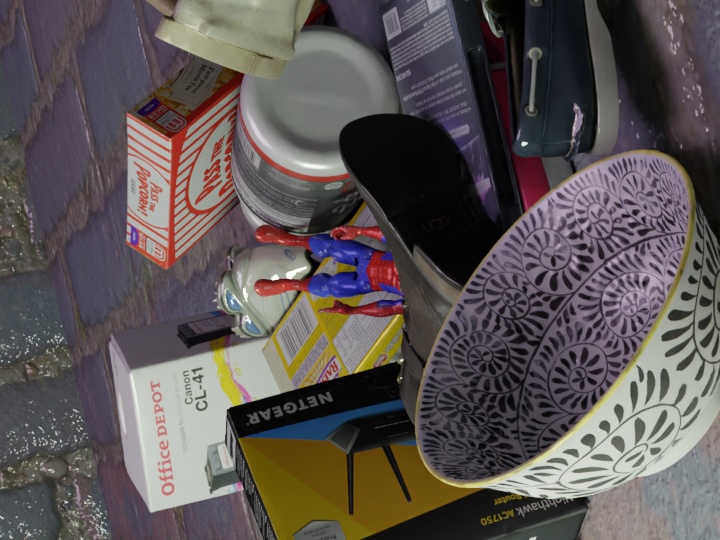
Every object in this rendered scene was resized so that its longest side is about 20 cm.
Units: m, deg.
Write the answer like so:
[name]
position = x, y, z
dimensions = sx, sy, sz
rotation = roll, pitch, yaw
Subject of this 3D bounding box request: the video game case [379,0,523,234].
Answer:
[video game case]
position = 0.059, -0.081, 1.093
dimensions = 0.143, 0.019, 0.201
rotation = 171, 85, -75

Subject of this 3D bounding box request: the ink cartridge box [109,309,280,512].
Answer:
[ink cartridge box]
position = -0.110, 0.115, 1.553
dimensions = 0.086, 0.199, 0.148
rotation = -137, 38, -60

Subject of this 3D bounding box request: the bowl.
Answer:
[bowl]
position = 0.128, 0.046, 0.904
dimensions = 0.094, 0.201, 0.201
rotation = 36, 175, -21

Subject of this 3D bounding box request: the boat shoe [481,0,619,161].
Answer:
[boat shoe]
position = 0.092, -0.149, 0.956
dimensions = 0.075, 0.062, 0.201
rotation = 108, 156, -67

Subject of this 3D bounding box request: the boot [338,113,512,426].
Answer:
[boot]
position = 0.037, 0.018, 1.093
dimensions = 0.175, 0.069, 0.200
rotation = 93, 156, -44

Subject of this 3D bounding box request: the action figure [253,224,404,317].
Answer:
[action figure]
position = 0.000, 0.000, 1.255
dimensions = 0.199, 0.052, 0.066
rotation = 4, 89, 42

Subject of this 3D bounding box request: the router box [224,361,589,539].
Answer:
[router box]
position = 0.028, 0.135, 1.149
dimensions = 0.051, 0.199, 0.150
rotation = 98, 152, -52

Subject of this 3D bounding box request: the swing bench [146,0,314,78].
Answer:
[swing bench]
position = -0.071, -0.253, 1.180
dimensions = 0.199, 0.129, 0.200
rotation = -61, 35, 13

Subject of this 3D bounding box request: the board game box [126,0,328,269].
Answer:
[board game box]
position = -0.108, -0.117, 1.406
dimensions = 0.046, 0.200, 0.152
rotation = 32, 144, 18

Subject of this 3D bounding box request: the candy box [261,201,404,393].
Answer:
[candy box]
position = -0.004, 0.030, 1.319
dimensions = 0.200, 0.026, 0.102
rotation = -54, 47, 31

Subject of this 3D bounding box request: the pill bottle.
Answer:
[pill bottle]
position = -0.040, -0.093, 1.325
dimensions = 0.200, 0.115, 0.116
rotation = 112, 142, -71

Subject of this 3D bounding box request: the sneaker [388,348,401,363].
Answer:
[sneaker]
position = 0.000, 0.127, 1.384
dimensions = 0.200, 0.075, 0.089
rotation = 117, 170, -62

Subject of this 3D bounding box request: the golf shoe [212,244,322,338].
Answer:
[golf shoe]
position = -0.032, 0.045, 1.431
dimensions = 0.200, 0.097, 0.079
rotation = 44, -140, -46

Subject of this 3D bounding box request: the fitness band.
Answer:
[fitness band]
position = 0.087, -0.058, 1.104
dimensions = 0.144, 0.037, 0.201
rotation = 133, 123, -69
